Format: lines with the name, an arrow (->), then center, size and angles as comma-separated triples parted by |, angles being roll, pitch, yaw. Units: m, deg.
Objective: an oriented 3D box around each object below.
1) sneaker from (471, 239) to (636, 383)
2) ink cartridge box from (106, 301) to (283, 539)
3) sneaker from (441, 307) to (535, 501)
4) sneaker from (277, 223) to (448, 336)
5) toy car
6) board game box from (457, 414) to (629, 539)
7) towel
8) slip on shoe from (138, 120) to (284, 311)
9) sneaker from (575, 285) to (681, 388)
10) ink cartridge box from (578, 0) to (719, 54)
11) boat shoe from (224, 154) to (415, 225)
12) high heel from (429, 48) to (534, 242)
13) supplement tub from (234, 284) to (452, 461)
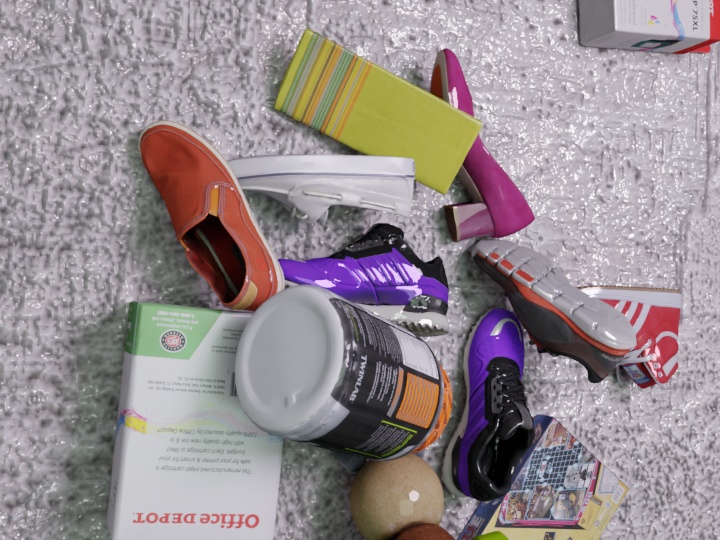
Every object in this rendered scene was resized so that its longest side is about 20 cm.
sneaker -> 0.184, 0.044, 0.871 | 0.076, 0.199, 0.083 | -14, 135, -44
ink cartridge box -> -0.146, 0.136, 0.763 | 0.142, 0.084, 0.205 | 7, 86, -22
sneaker -> 0.149, 0.140, 0.871 | 0.068, 0.099, 0.205 | 15, 80, -20
sneaker -> 0.000, 0.000, 0.832 | 0.196, 0.069, 0.102 | 14, 75, -23
toy car -> 0.034, 0.239, 0.820 | 0.161, 0.159, 0.203 | -8, 60, -18
board game box -> 0.194, 0.281, 0.925 | 0.135, 0.034, 0.201 | 42, 75, -16
towel -> 0.017, -0.155, 0.832 | 0.197, 0.018, 0.087 | 26, 116, -8
slip on shoe -> -0.140, -0.051, 0.751 | 0.202, 0.074, 0.061 | 57, 26, 10
sneaker -> 0.284, 0.076, 0.945 | 0.196, 0.071, 0.115 | 3, 85, -24
ink cartridge box -> 0.352, -0.322, 0.980 | 0.196, 0.067, 0.119 | -3, 90, -22
boat shoe -> -0.044, -0.077, 0.810 | 0.195, 0.072, 0.067 | -1, 96, -14
high heel -> 0.128, -0.134, 0.887 | 0.094, 0.067, 0.205 | -12, 108, -12
supplement tub -> -0.006, 0.097, 0.735 | 0.199, 0.121, 0.125 | 30, 76, -51
